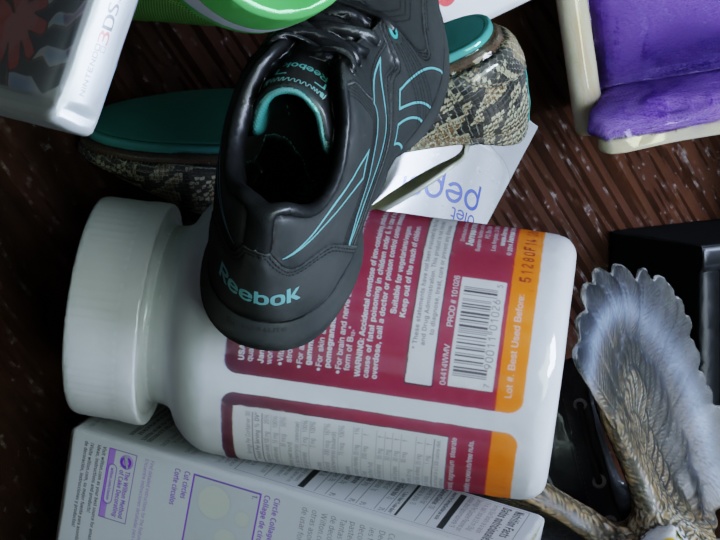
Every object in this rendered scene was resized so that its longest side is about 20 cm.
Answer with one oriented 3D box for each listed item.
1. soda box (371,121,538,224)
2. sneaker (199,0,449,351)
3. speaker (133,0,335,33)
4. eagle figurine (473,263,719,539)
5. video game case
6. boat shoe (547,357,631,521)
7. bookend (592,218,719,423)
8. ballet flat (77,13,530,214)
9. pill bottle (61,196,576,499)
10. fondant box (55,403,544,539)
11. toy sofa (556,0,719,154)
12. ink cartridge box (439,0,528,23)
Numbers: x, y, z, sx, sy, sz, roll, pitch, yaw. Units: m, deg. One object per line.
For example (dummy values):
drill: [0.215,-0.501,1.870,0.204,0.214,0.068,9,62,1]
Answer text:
soda box: [0.000,0.000,0.947,0.063,0.068,0.201,34,79,-30]
sneaker: [-0.009,-0.067,0.787,0.075,0.080,0.201,11,57,7]
speaker: [-0.076,-0.138,0.801,0.088,0.199,0.090,-5,100,-30]
eagle figurine: [0.122,0.112,0.942,0.151,0.151,0.200,-37,85,-36]
video game case: [-0.130,-0.151,0.767,0.023,0.199,0.184,20,87,-40]
boat shoe: [0.131,0.129,1.037,0.066,0.070,0.201,-23,107,15]
bookend: [0.222,-0.024,1.062,0.197,0.092,0.202,-5,99,-30]
ballet flat: [-0.021,-0.052,0.885,0.198,0.068,0.076,-13,118,9]
pill bottle: [-0.015,0.027,0.839,0.198,0.110,0.111,8,94,5]
fondant box: [-0.034,0.152,0.871,0.058,0.198,0.146,-32,135,-69]
toy sofa: [0.195,-0.121,0.975,0.198,0.098,0.084,-8,109,6]
ink cartridge box: [0.064,-0.206,0.943,0.199,0.084,0.147,-28,110,-26]
